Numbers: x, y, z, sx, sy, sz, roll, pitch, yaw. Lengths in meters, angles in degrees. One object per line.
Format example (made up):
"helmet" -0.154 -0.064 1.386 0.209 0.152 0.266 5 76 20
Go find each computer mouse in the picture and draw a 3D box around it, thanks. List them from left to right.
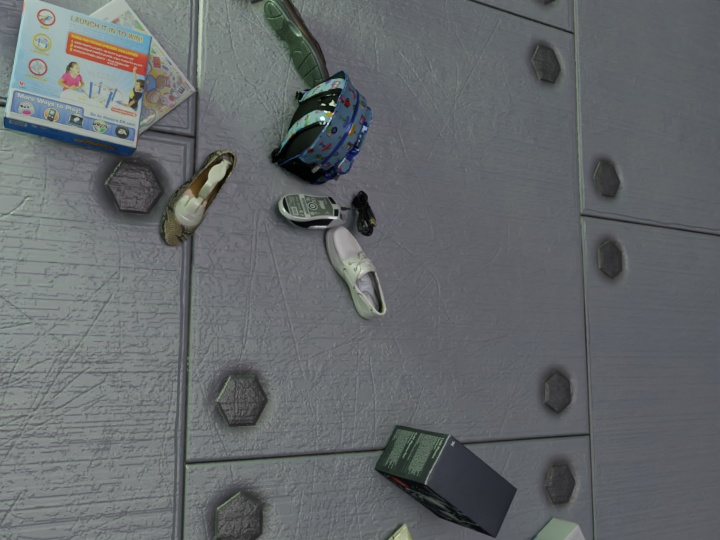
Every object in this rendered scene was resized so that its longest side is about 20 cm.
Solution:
"computer mouse" -0.067 -0.110 1.352 0.197 0.044 0.111 0 50 -23

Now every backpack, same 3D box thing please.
"backpack" -0.054 -0.266 1.297 0.133 0.199 0.185 28 70 -24

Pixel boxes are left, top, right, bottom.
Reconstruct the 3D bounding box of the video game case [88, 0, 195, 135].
"video game case" -0.413 -0.339 1.199 0.182 0.023 0.201 -46 107 -26

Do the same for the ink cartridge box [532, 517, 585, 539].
"ink cartridge box" 0.450 0.680 1.542 0.144 0.084 0.202 -30 98 -29

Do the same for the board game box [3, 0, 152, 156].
"board game box" -0.452 -0.307 1.128 0.197 0.056 0.199 11 78 -28

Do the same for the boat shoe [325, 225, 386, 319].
"boat shoe" 0.000 0.000 1.371 0.070 0.069 0.202 -32 99 -26

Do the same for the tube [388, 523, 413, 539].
"tube" 0.111 0.605 1.378 0.202 0.051 0.058 60 20 -7

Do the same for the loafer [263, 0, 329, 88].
"loafer" -0.109 -0.448 1.366 0.063 0.072 0.201 -39 102 -34

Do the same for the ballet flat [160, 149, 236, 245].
"ballet flat" -0.280 -0.135 1.221 0.068 0.075 0.202 39 67 -21

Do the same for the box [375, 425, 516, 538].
"box" 0.162 0.403 1.351 0.199 0.181 0.105 40 66 -19
